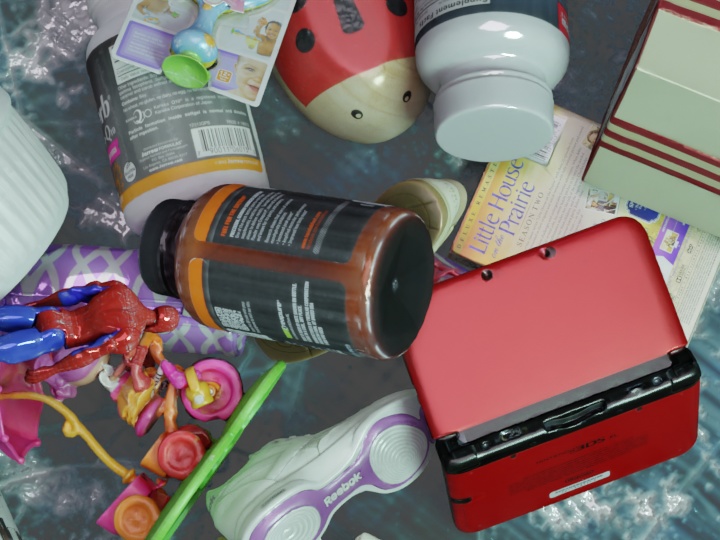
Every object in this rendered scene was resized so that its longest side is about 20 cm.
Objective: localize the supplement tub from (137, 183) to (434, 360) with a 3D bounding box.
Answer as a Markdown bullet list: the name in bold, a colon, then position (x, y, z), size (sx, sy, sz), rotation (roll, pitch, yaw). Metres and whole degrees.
- **supplement tub**: position (-0.056, -0.004, 1.198), size (0.199, 0.107, 0.108), rotation (10, 76, 27)

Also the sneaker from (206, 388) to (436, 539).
- **sneaker**: position (-0.027, 0.138, 1.280), size (0.199, 0.099, 0.075), rotation (-30, 123, -26)

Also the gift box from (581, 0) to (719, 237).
- **gift box**: position (0.289, -0.131, 1.262), size (0.186, 0.200, 0.185), rotation (22, 67, 2)

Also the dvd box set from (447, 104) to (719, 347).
- **dvd box set**: position (0.186, -0.036, 1.342), size (0.199, 0.029, 0.147), rotation (23, 78, 4)

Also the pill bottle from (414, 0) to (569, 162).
- **pill bottle**: position (0.100, -0.192, 1.314), size (0.119, 0.120, 0.201), rotation (0, 67, 0)

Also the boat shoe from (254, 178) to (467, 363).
- **boat shoe**: position (0.000, 0.000, 1.268), size (0.200, 0.065, 0.072), rotation (-42, 80, 29)

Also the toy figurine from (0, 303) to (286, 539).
- **toy figurine**: position (-0.183, 0.097, 1.238), size (0.184, 0.150, 0.201), rotation (35, 92, 1)

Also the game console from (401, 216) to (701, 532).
- **game console**: position (0.139, 0.081, 1.271), size (0.199, 0.173, 0.119), rotation (-20, 54, -4)

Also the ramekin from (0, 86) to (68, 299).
- **ramekin**: position (-0.307, -0.036, 1.261), size (0.200, 0.200, 0.105), rotation (-47, 113, -9)

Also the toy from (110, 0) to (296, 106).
- **toy**: position (-0.100, -0.226, 1.279), size (0.114, 0.047, 0.201), rotation (18, 62, -3)

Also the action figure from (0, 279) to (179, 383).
- **action figure**: position (-0.223, 0.042, 1.186), size (0.199, 0.052, 0.066), rotation (-6, 52, -16)

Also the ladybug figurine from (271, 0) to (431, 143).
- **ladybug figurine**: position (-0.014, -0.200, 1.358), size (0.135, 0.072, 0.201), rotation (-24, 78, -5)

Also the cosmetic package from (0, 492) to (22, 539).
- **cosmetic package**: position (-0.300, 0.161, 1.273), size (0.050, 0.083, 0.201), rotation (-26, 79, -6)

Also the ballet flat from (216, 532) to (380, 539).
- **ballet flat**: position (-0.018, 0.222, 1.270), size (0.198, 0.069, 0.063), rotation (1, 64, -1)

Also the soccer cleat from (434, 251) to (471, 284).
- **soccer cleat**: position (0.045, 0.008, 1.311), size (0.199, 0.073, 0.068), rotation (31, 79, 6)

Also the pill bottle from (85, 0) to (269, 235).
- **pill bottle**: position (-0.146, -0.136, 1.322), size (0.116, 0.116, 0.201), rotation (-15, 77, -3)

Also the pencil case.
- **pencil case**: position (-0.176, 0.025, 1.301), size (0.198, 0.086, 0.085), rotation (2, 112, 3)
